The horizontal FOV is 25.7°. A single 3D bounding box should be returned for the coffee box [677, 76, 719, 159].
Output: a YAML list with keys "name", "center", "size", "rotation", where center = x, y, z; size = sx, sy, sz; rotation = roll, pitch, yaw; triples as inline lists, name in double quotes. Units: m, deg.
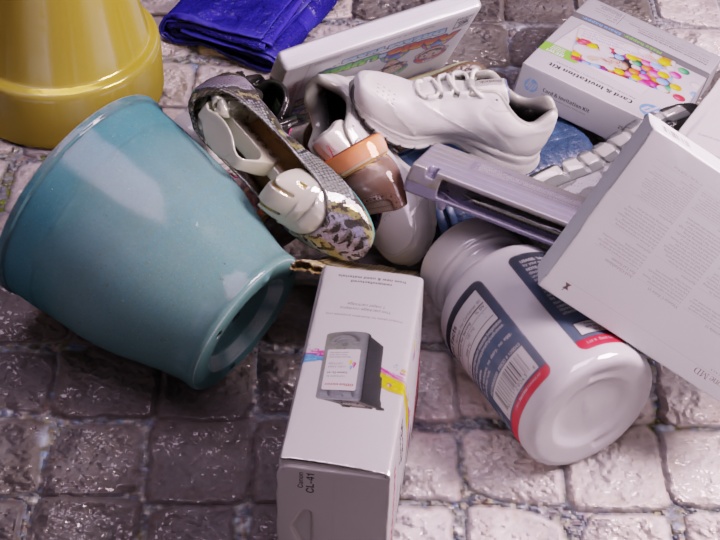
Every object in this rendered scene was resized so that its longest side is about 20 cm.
- name: "coffee box"
  center: [0.371, -0.045, 1.343]
  size: [0.199, 0.198, 0.200]
  rotation: [23, 46, 20]

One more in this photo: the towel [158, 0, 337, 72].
- name: "towel"
  center: [-0.108, -0.298, 1.704]
  size: [0.147, 0.050, 0.200]
  rotation: [20, 45, 17]

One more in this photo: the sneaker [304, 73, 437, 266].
- name: "sneaker"
  center: [-0.003, -0.092, 1.420]
  size: [0.099, 0.078, 0.201]
  rotation: [9, 49, -54]

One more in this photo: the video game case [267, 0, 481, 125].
- name: "video game case"
  center: [0.002, -0.195, 1.504]
  size: [0.199, 0.182, 0.024]
  rotation: [-20, 80, -16]

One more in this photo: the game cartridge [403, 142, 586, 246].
- name: "game cartridge"
  center: [0.141, -0.053, 1.336]
  size: [0.199, 0.039, 0.130]
  rotation: [22, 12, 7]

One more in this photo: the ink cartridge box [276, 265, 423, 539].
- name: "ink cartridge box"
  center: [-0.005, 0.118, 1.188]
  size: [0.085, 0.148, 0.201]
  rotation: [6, 44, 4]

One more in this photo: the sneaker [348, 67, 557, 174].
- name: "sneaker"
  center: [0.085, -0.151, 1.421]
  size: [0.199, 0.087, 0.075]
  rotation: [12, 49, -20]

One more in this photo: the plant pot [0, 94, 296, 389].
- name: "plant pot"
  center: [-0.162, -0.009, 1.299]
  size: [0.188, 0.200, 0.200]
  rotation: [37, 51, 12]

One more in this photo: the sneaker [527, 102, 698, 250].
- name: "sneaker"
  center: [0.242, -0.062, 1.430]
  size: [0.199, 0.075, 0.116]
  rotation: [-27, 75, 0]

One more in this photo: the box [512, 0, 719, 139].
- name: "box"
  center: [0.259, -0.195, 1.578]
  size: [0.155, 0.041, 0.200]
  rotation: [28, 38, 14]

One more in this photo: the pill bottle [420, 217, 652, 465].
- name: "pill bottle"
  center: [0.135, 0.050, 1.288]
  size: [0.119, 0.120, 0.200]
  rotation: [-18, 46, -20]

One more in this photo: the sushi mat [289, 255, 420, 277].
- name: "sushi mat"
  center: [0.000, 0.000, 1.323]
  size: [0.095, 0.012, 0.200]
  rotation: [9, 2, 5]

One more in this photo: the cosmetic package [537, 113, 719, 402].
- name: "cosmetic package"
  center: [0.258, -0.002, 1.204]
  size: [0.200, 0.151, 0.052]
  rotation: [33, 19, -6]

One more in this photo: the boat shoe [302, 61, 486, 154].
- name: "boat shoe"
  center: [0.031, -0.151, 1.551]
  size: [0.199, 0.072, 0.076]
  rotation: [-19, 15, -15]

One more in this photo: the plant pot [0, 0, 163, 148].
- name: "plant pot"
  center: [-0.296, -0.253, 1.545]
  size: [0.200, 0.189, 0.201]
  rotation: [2, 43, -2]

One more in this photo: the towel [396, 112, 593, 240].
- name: "towel"
  center: [0.124, -0.098, 1.500]
  size: [0.199, 0.049, 0.112]
  rotation: [-22, 49, -24]

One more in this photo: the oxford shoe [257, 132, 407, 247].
- name: "oxford shoe"
  center: [-0.031, -0.047, 1.367]
  size: [0.071, 0.200, 0.073]
  rotation: [-31, 90, -35]

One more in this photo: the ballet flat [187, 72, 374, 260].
- name: "ballet flat"
  center: [-0.073, -0.079, 1.290]
  size: [0.072, 0.072, 0.200]
  rotation: [-34, 75, -33]

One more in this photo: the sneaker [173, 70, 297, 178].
- name: "sneaker"
  center: [-0.087, -0.127, 1.427]
  size: [0.087, 0.200, 0.074]
  rotation: [-44, 67, 11]
